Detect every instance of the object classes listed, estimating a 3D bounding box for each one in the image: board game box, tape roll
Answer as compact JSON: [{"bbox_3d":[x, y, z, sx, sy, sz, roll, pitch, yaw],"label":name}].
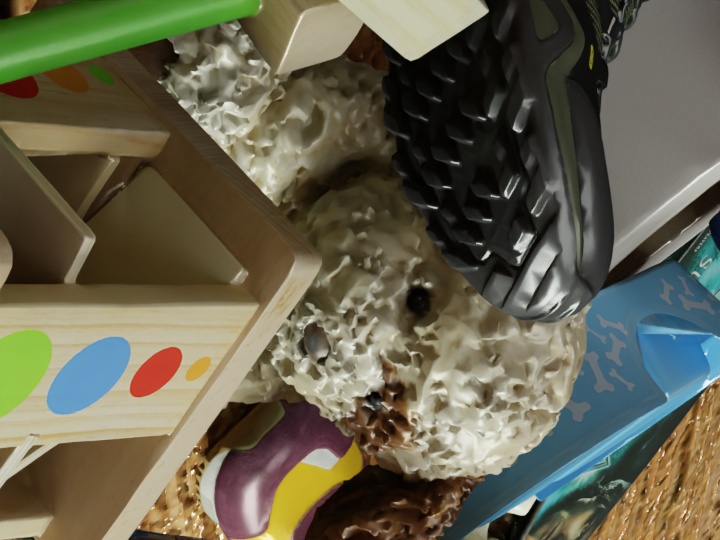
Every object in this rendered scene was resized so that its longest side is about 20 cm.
[{"bbox_3d":[0.137,0.047,1.215,0.200,0.028,0.135,-52,151,3],"label":"board game box"},{"bbox_3d":[0.103,-0.046,0.936,0.202,0.071,0.202,-37,172,-6],"label":"tape roll"}]

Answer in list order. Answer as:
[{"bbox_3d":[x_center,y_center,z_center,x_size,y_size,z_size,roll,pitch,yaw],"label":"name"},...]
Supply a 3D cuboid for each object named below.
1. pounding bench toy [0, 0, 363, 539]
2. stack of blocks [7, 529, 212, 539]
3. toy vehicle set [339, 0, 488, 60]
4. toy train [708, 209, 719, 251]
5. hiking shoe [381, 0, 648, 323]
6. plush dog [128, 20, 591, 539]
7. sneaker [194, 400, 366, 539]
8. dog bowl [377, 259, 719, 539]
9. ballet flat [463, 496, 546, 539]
[{"bbox_3d":[-0.104,-0.025,0.653,0.156,0.124,0.200,2,130,-56],"label":"pounding bench toy"},{"bbox_3d":[-0.043,0.133,0.872,0.115,0.199,0.059,8,87,-58],"label":"stack of blocks"},{"bbox_3d":[-0.042,-0.143,0.604,0.026,0.125,0.200,-32,149,15],"label":"toy vehicle set"},{"bbox_3d":[0.164,-0.035,0.890,0.046,0.034,0.200,-32,171,-13],"label":"toy train"},{"bbox_3d":[0.059,-0.085,0.707,0.100,0.201,0.076,-2,167,-30],"label":"hiking shoe"},{"bbox_3d":[0.000,0.000,0.805,0.160,0.172,0.201,-18,137,-46],"label":"plush dog"},{"bbox_3d":[-0.007,0.122,1.029,0.075,0.090,0.200,-42,151,-15],"label":"sneaker"},{"bbox_3d":[0.076,0.049,0.920,0.111,0.050,0.200,-40,170,31],"label":"dog bowl"},{"bbox_3d":[0.052,0.105,1.114,0.068,0.068,0.201,23,104,-15],"label":"ballet flat"}]
